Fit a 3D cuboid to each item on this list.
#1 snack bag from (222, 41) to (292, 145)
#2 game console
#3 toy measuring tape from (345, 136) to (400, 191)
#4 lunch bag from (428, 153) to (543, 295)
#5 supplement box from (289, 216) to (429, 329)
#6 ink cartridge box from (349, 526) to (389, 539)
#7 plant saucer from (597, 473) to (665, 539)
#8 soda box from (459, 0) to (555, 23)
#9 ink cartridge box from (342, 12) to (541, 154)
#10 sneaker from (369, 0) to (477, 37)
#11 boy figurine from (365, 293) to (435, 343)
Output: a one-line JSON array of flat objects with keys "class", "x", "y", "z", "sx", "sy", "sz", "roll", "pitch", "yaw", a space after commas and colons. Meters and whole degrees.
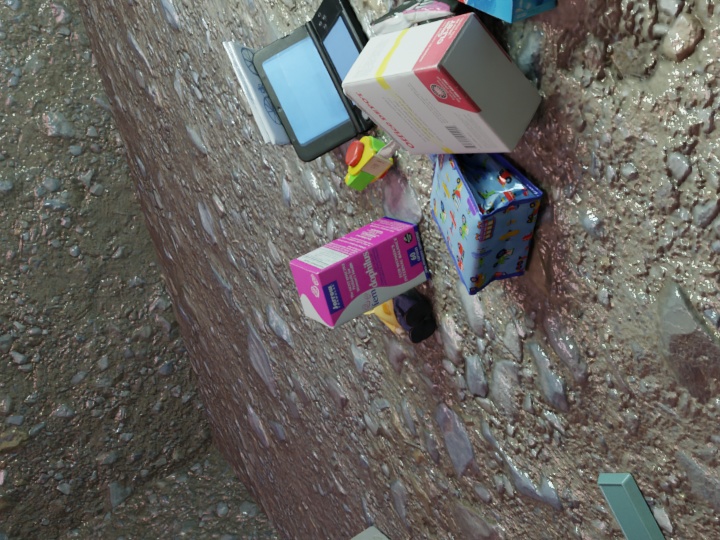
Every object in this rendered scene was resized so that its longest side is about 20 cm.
[{"class": "snack bag", "x": -0.139, "y": -0.294, "z": 1.331, "sx": 0.021, "sy": 0.200, "sz": 0.190, "roll": -27, "pitch": 86, "yaw": 25}, {"class": "game console", "x": -0.062, "y": -0.299, "z": 1.219, "sx": 0.201, "sy": 0.116, "sz": 0.176, "roll": 63, "pitch": 156, "yaw": 1}, {"class": "toy measuring tape", "x": 0.032, "y": -0.193, "z": 1.214, "sx": 0.200, "sy": 0.073, "sz": 0.074, "roll": -41, "pitch": 76, "yaw": 48}, {"class": "lunch bag", "x": 0.142, "y": -0.097, "z": 1.054, "sx": 0.151, "sy": 0.093, "sz": 0.201, "roll": 90, "pitch": 155, "yaw": -49}, {"class": "supplement box", "x": 0.000, "y": 0.000, "z": 1.279, "sx": 0.103, "sy": 0.199, "sz": 0.102, "roll": 21, "pitch": 132, "yaw": 57}, {"class": "ink cartridge box", "x": 0.060, "y": 0.806, "z": 2.081, "sx": 0.145, "sy": 0.087, "sz": 0.202, "roll": 14, "pitch": 124, "yaw": 61}, {"class": "plant saucer", "x": 0.390, "y": 0.372, "z": 1.071, "sx": 0.201, "sy": 0.019, "sz": 0.070, "roll": 62, "pitch": 156, "yaw": 3}, {"class": "soda box", "x": 0.123, "y": -0.339, "z": 0.861, "sx": 0.200, "sy": 0.067, "sz": 0.065, "roll": 42, "pitch": 147, "yaw": 41}, {"class": "ink cartridge box", "x": 0.092, "y": -0.215, "z": 0.941, "sx": 0.145, "sy": 0.084, "sz": 0.199, "roll": 39, "pitch": 164, "yaw": -31}, {"class": "sneaker", "x": 0.091, "y": -0.298, "z": 0.981, "sx": 0.087, "sy": 0.080, "sz": 0.200, "roll": 59, "pitch": 167, "yaw": -20}, {"class": "boy figurine", "x": 0.051, "y": 0.059, "z": 1.405, "sx": 0.199, "sy": 0.064, "sz": 0.125, "roll": 24, "pitch": 137, "yaw": 52}]
